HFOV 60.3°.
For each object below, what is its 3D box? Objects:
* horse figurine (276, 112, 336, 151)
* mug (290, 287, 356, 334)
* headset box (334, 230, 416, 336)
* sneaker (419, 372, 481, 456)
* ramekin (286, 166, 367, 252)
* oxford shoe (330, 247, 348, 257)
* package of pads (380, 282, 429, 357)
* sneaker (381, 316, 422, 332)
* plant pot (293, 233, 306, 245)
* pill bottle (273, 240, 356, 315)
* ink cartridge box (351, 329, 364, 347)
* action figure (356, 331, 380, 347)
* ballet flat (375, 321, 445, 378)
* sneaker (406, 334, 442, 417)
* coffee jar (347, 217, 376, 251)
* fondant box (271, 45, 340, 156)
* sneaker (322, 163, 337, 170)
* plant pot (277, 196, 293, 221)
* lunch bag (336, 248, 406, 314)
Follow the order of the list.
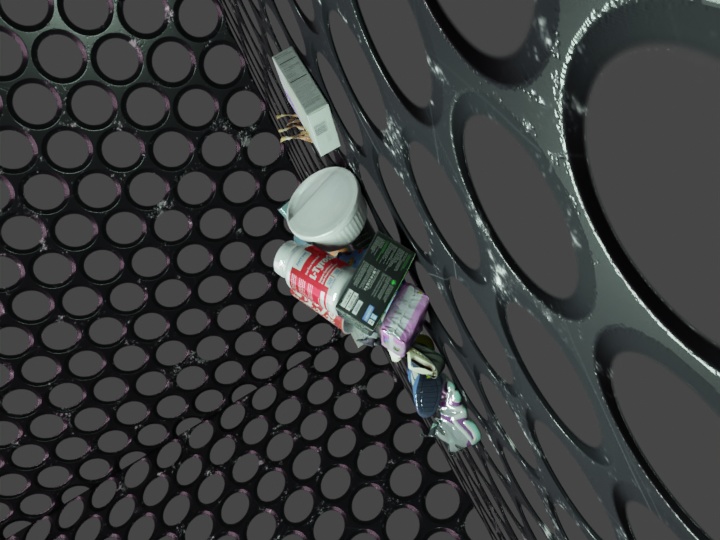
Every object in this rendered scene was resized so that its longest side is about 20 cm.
[{"bbox_3d":[-0.137,-0.349,1.521,0.202,0.128,0.051,-110,15,-54],"label":"horse figurine"},{"bbox_3d":[-0.079,0.073,1.693,0.197,0.136,0.178,27,169,25],"label":"mug"},{"bbox_3d":[0.028,0.034,1.282,0.091,0.177,0.200,30,171,4],"label":"headset box"},{"bbox_3d":[0.203,0.370,1.570,0.203,0.137,0.078,60,176,16],"label":"sneaker"},{"bbox_3d":[-0.072,-0.139,1.481,0.094,0.200,0.204,49,-173,-49],"label":"ramekin"},{"bbox_3d":[0.000,0.000,1.677,0.196,0.071,0.074,15,-136,-40],"label":"oxford shoe"},{"bbox_3d":[0.098,0.114,1.383,0.074,0.122,0.201,30,168,11],"label":"package of pads"},{"bbox_3d":[0.103,0.143,1.615,0.074,0.101,0.200,34,-171,-17],"label":"sneaker"},{"bbox_3d":[-0.061,-0.079,1.784,0.187,0.199,0.202,38,162,36],"label":"plant pot"},{"bbox_3d":[-0.099,0.011,1.413,0.197,0.113,0.113,27,159,26],"label":"pill bottle"},{"bbox_3d":[0.026,0.110,1.853,0.203,0.173,0.045,60,176,25],"label":"ink cartridge box"},{"bbox_3d":[0.051,0.110,1.747,0.067,0.206,0.130,17,180,7],"label":"action figure"},{"bbox_3d":[0.117,0.197,1.498,0.196,0.069,0.068,29,141,-2],"label":"ballet flat"},{"bbox_3d":[0.158,0.270,1.567,0.082,0.072,0.206,125,147,-63],"label":"sneaker"},{"bbox_3d":[-0.004,-0.089,1.602,0.204,0.084,0.104,61,179,11],"label":"coffee jar"},{"bbox_3d":[-0.121,-0.382,1.406,0.203,0.057,0.145,62,176,27],"label":"fondant box"},{"bbox_3d":[-0.089,-0.181,1.675,0.113,0.203,0.076,35,-165,23],"label":"sneaker"},{"bbox_3d":[-0.137,-0.180,2.030,0.202,0.195,0.196,52,177,-10],"label":"plant pot"},{"bbox_3d":[0.037,0.047,1.515,0.202,0.147,0.096,58,-141,-38],"label":"lunch bag"}]
